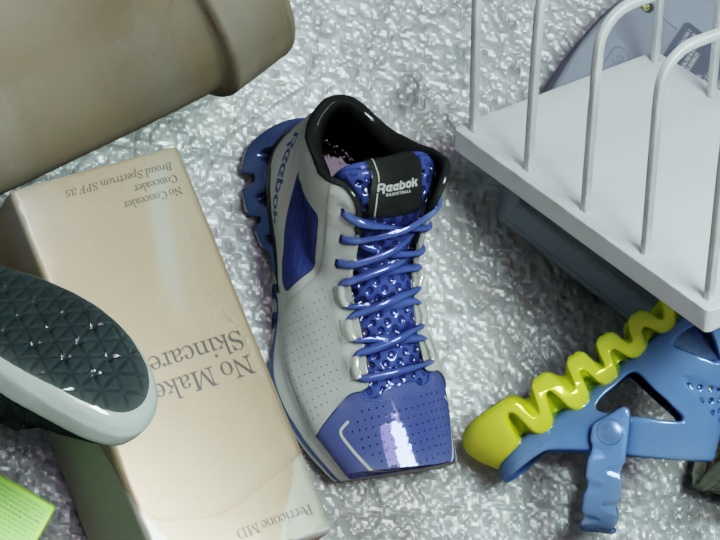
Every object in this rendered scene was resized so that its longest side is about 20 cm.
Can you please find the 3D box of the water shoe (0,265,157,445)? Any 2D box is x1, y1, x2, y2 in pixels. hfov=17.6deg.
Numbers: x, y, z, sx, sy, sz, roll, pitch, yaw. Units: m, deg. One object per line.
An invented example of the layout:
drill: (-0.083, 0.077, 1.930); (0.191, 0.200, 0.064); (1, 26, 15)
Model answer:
water shoe: (-0.179, 0.040, 1.047); (0.199, 0.079, 0.071); (25, 33, 18)

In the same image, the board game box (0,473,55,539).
board game box: (-0.224, 0.167, 1.037); (0.095, 0.030, 0.200); (31, 59, -8)

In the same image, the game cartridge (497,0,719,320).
game cartridge: (0.162, -0.072, 1.284); (0.133, 0.042, 0.200); (36, 61, -1)

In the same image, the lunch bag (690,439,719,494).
lunch bag: (0.286, 0.046, 1.244); (0.163, 0.118, 0.201); (25, 57, -11)

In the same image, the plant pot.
plant pot: (-0.158, -0.127, 1.104); (0.173, 0.200, 0.200); (-43, 89, -13)

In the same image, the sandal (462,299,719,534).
sandal: (0.154, 0.061, 1.170); (0.200, 0.079, 0.087); (-35, 81, 8)

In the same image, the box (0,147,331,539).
box: (-0.100, 0.054, 1.102); (0.095, 0.078, 0.201); (-18, 77, -28)

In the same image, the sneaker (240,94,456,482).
sneaker: (0.000, -0.001, 1.144); (0.080, 0.115, 0.200); (-9, 74, -24)

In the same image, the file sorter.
file sorter: (0.160, -0.090, 1.146); (0.138, 0.125, 0.200); (-21, 39, -28)
